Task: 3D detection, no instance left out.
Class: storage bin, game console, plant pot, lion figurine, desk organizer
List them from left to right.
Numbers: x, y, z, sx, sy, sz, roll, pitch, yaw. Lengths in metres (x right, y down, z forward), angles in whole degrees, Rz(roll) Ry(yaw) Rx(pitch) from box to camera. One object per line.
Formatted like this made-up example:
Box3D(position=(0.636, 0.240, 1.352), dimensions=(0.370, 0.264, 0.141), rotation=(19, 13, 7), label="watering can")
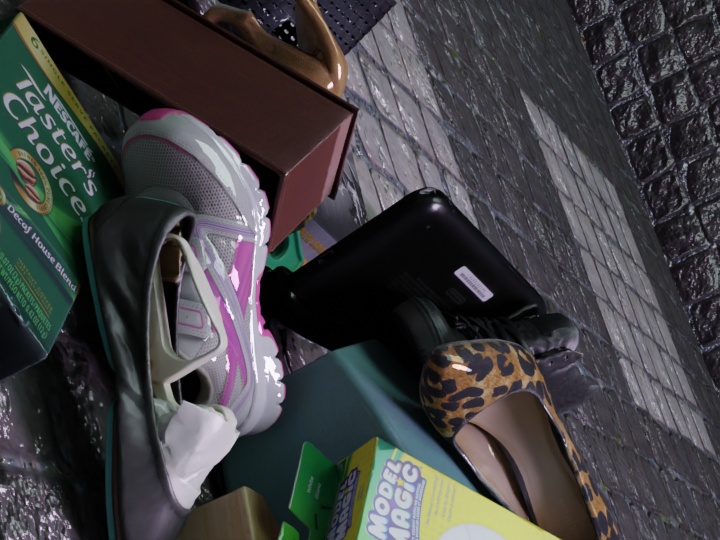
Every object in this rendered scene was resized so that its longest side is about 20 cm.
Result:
Box3D(position=(-0.108, -0.099, 1.032), dimensions=(0.199, 0.072, 0.077), rotation=(32, 45, 14), label="desk organizer")
Box3D(position=(-0.080, -0.248, 1.306), dimensions=(0.200, 0.094, 0.135), rotation=(49, 7, 30), label="storage bin")
Box3D(position=(-0.052, -0.104, 1.082), dimensions=(0.123, 0.072, 0.200), rotation=(50, -29, 6), label="lion figurine")
Box3D(position=(0.000, 0.000, 1.154), dimensions=(0.200, 0.175, 0.117), rotation=(40, 20, -54), label="game console")
Box3D(position=(0.006, 0.152, 1.066), dimensions=(0.202, 0.140, 0.141), rotation=(64, 17, 5), label="plant pot")

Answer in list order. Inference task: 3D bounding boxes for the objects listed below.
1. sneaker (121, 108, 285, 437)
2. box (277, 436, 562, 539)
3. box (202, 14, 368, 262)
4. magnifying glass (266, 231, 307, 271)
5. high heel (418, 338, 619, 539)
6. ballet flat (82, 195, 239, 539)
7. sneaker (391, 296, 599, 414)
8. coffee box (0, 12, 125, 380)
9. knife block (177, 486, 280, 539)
Box3D(position=(-0.099, 0.012, 0.974), dimensions=(0.088, 0.081, 0.202), rotation=(-32, 116, -54), label="sneaker")
Box3D(position=(0.045, 0.174, 0.934), dimensions=(0.199, 0.048, 0.118), rotation=(29, 50, -18), label="box")
Box3D(position=(-0.059, -0.083, 1.334), dimensions=(0.200, 0.048, 0.160), rotation=(45, 27, -50), label="box")
Box3D(position=(-0.057, -0.014, 1.237), dimensions=(0.080, 0.022, 0.201), rotation=(-55, 144, -19), label="magnifying glass")
Box3D(position=(0.102, 0.122, 1.043), dimensions=(0.143, 0.071, 0.200), rotation=(63, 10, 31), label="high heel")
Box3D(position=(-0.101, 0.059, 0.900), dimensions=(0.068, 0.068, 0.203), rotation=(20, 63, -78), label="ballet flat")
Box3D(position=(0.092, 0.052, 1.130), dimensions=(0.060, 0.104, 0.200), rotation=(58, -1, 34), label="sneaker")
Box3D(position=(-0.185, -0.044, 0.909), dimensions=(0.124, 0.044, 0.201), rotation=(59, 18, -21), label="coffee box")
Box3D(position=(-0.054, 0.235, 0.892), dimensions=(0.202, 0.063, 0.176), rotation=(62, 17, -10), label="knife block")
